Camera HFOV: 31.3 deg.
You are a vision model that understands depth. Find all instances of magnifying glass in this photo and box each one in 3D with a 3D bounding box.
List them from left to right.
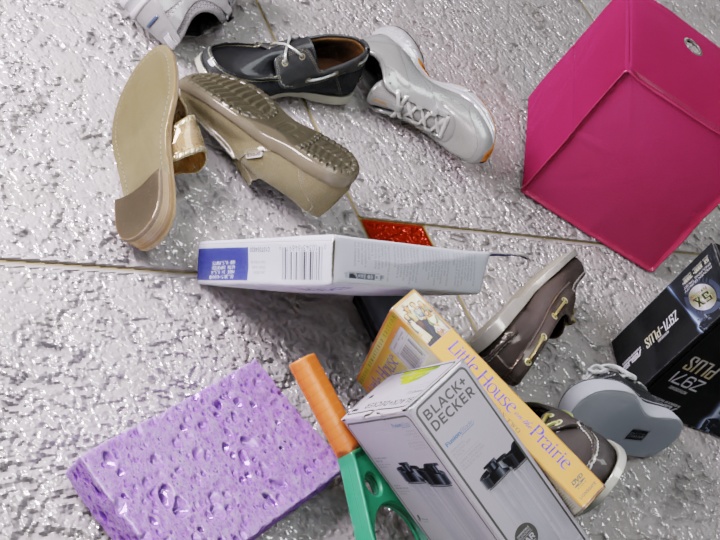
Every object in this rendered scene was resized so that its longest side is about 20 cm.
[{"bbox_3d":[0.001,0.156,0.968,0.079,0.022,0.201,-16,78,-59],"label":"magnifying glass"}]

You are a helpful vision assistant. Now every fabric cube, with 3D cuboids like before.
[{"bbox_3d":[0.320,-0.164,1.482,0.195,0.200,0.200,31,37,-13],"label":"fabric cube"}]

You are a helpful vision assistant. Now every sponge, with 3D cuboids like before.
[{"bbox_3d":[-0.103,0.143,0.916,0.112,0.030,0.200,49,36,10],"label":"sponge"}]

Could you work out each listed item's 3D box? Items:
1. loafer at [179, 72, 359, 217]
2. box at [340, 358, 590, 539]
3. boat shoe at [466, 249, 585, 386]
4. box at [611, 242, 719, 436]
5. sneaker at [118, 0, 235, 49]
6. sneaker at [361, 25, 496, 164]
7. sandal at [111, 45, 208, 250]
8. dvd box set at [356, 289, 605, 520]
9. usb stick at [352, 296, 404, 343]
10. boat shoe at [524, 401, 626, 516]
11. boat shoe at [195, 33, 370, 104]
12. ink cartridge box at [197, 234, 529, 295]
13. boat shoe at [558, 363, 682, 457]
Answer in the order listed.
[{"bbox_3d":[-0.094,-0.115,1.179,0.199,0.068,0.076,35,29,22],"label":"loafer"},{"bbox_3d":[0.084,0.165,0.936,0.060,0.116,0.201,-39,97,-25],"label":"box"},{"bbox_3d":[0.172,0.043,1.239,0.060,0.072,0.200,48,40,3],"label":"boat shoe"},{"bbox_3d":[0.387,0.083,1.306,0.199,0.164,0.087,21,39,-25],"label":"box"},{"bbox_3d":[-0.157,-0.270,1.297,0.082,0.075,0.200,55,43,-1],"label":"sneaker"},{"bbox_3d":[0.056,-0.178,1.383,0.200,0.076,0.092,44,43,20],"label":"sneaker"},{"bbox_3d":[-0.165,-0.094,1.101,0.070,0.077,0.213,36,37,-40],"label":"sandal"},{"bbox_3d":[0.084,0.121,0.983,0.029,0.147,0.200,-38,76,-26],"label":"dvd box set"},{"bbox_3d":[0.051,0.092,1.108,0.055,0.033,0.201,-2,53,-38],"label":"usb stick"},{"bbox_3d":[0.152,0.147,1.037,0.061,0.072,0.201,41,-7,-7],"label":"boat shoe"},{"bbox_3d":[-0.077,-0.213,1.296,0.199,0.068,0.072,-4,55,-40],"label":"boat shoe"},{"bbox_3d":[0.000,0.000,1.042,0.199,0.199,0.041,4,87,-36],"label":"ink cartridge box"},{"bbox_3d":[0.230,0.121,1.187,0.199,0.074,0.068,14,31,-49],"label":"boat shoe"}]
